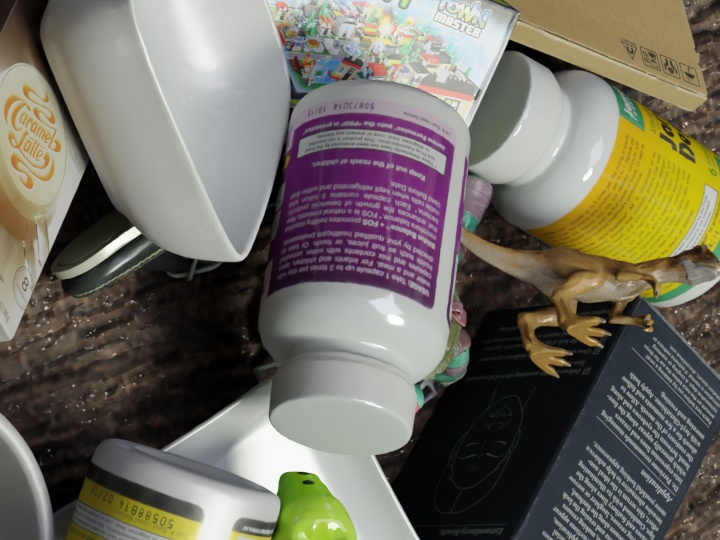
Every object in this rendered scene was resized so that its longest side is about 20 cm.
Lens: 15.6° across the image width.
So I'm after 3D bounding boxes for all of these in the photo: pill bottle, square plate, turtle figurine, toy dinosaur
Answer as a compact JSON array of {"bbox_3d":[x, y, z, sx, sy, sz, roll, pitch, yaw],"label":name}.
[{"bbox_3d":[0.154,-0.064,1.741,0.200,0.113,0.113,29,69,-32],"label":"pill bottle"},{"bbox_3d":[-0.065,0.179,1.571,0.198,0.028,0.200,-32,106,-15],"label":"square plate"},{"bbox_3d":[0.023,0.029,1.645,0.149,0.101,0.201,27,64,-33],"label":"turtle figurine"},{"bbox_3d":[-0.125,0.204,1.475,0.111,0.111,0.201,19,88,-35],"label":"pill bottle"},{"bbox_3d":[0.120,0.005,1.624,0.199,0.061,0.106,11,50,-1],"label":"toy dinosaur"},{"bbox_3d":[0.000,0.000,1.527,0.112,0.112,0.201,27,58,-33],"label":"pill bottle"}]

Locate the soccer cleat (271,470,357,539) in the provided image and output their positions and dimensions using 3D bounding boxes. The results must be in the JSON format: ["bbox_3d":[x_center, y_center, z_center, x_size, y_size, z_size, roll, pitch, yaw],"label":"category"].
[{"bbox_3d":[-0.037,0.211,1.538,0.067,0.081,0.201,2,116,-15],"label":"soccer cleat"}]

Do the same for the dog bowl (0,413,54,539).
[{"bbox_3d":[-0.255,0.148,1.436,0.200,0.059,0.201,5,82,-38],"label":"dog bowl"}]

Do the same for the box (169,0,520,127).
[{"bbox_3d":[-0.013,-0.148,1.614,0.199,0.035,0.110,20,102,-22],"label":"box"}]

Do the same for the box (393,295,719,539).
[{"bbox_3d":[0.119,0.128,1.673,0.107,0.148,0.200,44,62,-26],"label":"box"}]

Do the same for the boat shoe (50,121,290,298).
[{"bbox_3d":[-0.096,-0.026,1.568,0.200,0.072,0.068,-30,104,-39],"label":"boat shoe"}]

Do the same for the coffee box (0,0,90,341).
[{"bbox_3d":[-0.212,-0.069,1.417,0.200,0.079,0.115,-73,150,-42],"label":"coffee box"}]

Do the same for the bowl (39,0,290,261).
[{"bbox_3d":[-0.111,-0.121,1.475,0.200,0.074,0.200,-76,151,-50],"label":"bowl"}]

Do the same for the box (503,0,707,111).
[{"bbox_3d":[0.141,-0.203,1.760,0.200,0.021,0.164,18,48,-35],"label":"box"}]
